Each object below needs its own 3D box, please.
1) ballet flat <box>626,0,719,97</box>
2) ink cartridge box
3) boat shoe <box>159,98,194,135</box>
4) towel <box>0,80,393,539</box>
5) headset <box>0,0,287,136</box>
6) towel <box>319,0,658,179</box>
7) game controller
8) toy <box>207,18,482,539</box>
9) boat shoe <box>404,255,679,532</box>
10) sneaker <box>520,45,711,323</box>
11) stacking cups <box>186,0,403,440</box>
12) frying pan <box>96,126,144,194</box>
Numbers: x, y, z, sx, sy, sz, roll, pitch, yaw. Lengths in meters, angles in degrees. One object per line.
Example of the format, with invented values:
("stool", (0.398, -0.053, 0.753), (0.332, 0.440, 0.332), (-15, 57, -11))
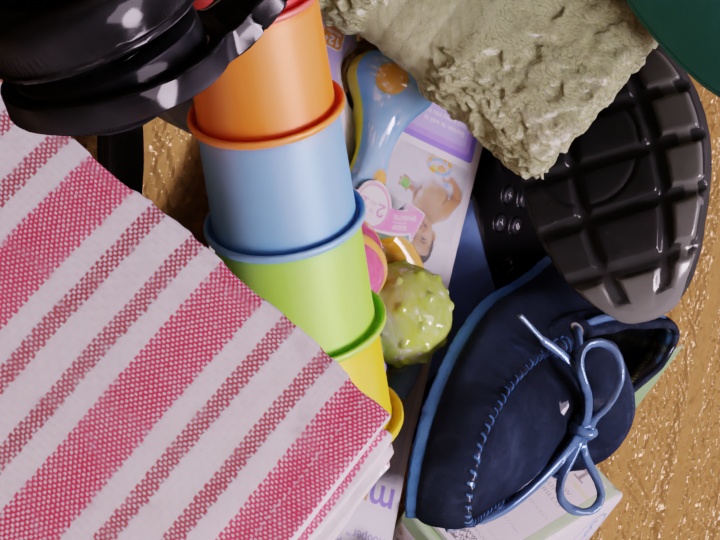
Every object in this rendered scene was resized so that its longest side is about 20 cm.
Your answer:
("ballet flat", (0.098, -0.151, 0.825), (0.068, 0.200, 0.068), (-37, 175, -32))
("ink cartridge box", (0.063, 0.122, 0.983), (0.200, 0.048, 0.146), (-22, 153, -45))
("boat shoe", (-0.084, -0.125, 0.719), (0.071, 0.063, 0.200), (-51, 140, -25))
("towel", (-0.102, 0.038, 0.696), (0.146, 0.200, 0.030), (-49, 179, -28))
("headset", (-0.098, -0.089, 0.646), (0.200, 0.094, 0.124), (-45, 119, -1))
("towel", (0.066, -0.141, 0.866), (0.200, 0.148, 0.036), (-53, -179, -25))
("game controller", (0.011, 0.021, 0.920), (0.200, 0.042, 0.105), (-43, 124, -33))
("toy", (0.000, 0.000, 0.847), (0.115, 0.047, 0.201), (23, 71, -36))
("boat shoe", (0.077, 0.041, 0.895), (0.200, 0.068, 0.085), (-47, 152, -55))
("sneaker", (0.096, -0.074, 0.919), (0.079, 0.075, 0.201), (37, 40, -69))
("stacking cups", (-0.029, -0.034, 0.740), (0.060, 0.060, 0.201), (-35, 126, -40))
("frying pan", (-0.090, 0.026, 0.753), (0.115, 0.031, 0.191), (-17, 88, -58))
